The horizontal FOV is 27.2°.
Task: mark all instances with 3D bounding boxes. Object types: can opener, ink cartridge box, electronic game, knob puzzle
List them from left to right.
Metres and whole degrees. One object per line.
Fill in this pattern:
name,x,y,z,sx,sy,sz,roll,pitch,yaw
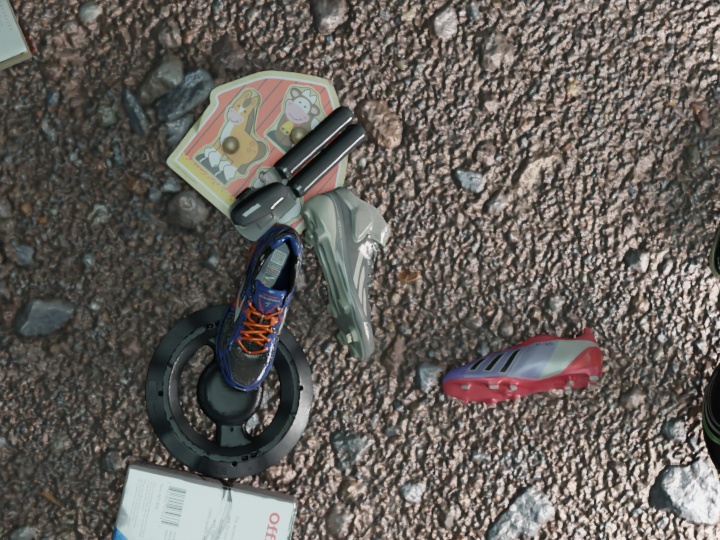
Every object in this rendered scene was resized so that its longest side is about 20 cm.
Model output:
ink cartridge box,-0.182,0.311,1.708,0.197,0.084,0.147,13,87,-2
electronic game,-0.152,0.141,1.740,0.197,0.042,0.203,1,84,-13
knob puzzle,-0.099,-0.146,1.748,0.216,0.030,0.223,0,91,-8
can opener,-0.070,-0.109,1.710,0.200,0.066,0.053,-45,113,-19

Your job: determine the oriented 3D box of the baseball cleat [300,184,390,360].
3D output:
baseball cleat,0.000,0.000,1.747,0.105,0.070,0.202,-23,104,-23

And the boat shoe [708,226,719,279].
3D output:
boat shoe,0.478,-0.084,1.816,0.074,0.066,0.202,20,88,-8

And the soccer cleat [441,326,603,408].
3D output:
soccer cleat,0.193,0.114,1.788,0.197,0.067,0.077,-6,61,-3

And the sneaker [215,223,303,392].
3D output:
sneaker,-0.114,0.039,1.696,0.074,0.078,0.203,15,83,-9

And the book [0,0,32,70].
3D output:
book,-0.490,-0.267,1.685,0.198,0.048,0.135,-24,91,-5

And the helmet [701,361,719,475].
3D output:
helmet,0.496,0.175,1.763,0.197,0.192,0.202,-4,127,-6
